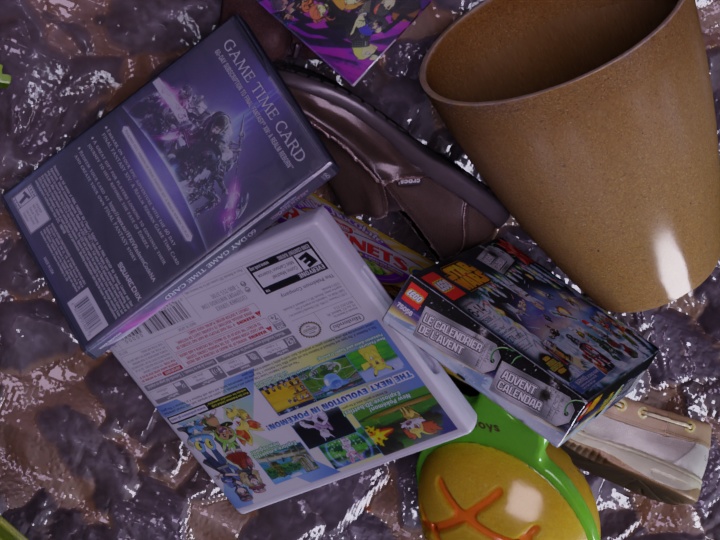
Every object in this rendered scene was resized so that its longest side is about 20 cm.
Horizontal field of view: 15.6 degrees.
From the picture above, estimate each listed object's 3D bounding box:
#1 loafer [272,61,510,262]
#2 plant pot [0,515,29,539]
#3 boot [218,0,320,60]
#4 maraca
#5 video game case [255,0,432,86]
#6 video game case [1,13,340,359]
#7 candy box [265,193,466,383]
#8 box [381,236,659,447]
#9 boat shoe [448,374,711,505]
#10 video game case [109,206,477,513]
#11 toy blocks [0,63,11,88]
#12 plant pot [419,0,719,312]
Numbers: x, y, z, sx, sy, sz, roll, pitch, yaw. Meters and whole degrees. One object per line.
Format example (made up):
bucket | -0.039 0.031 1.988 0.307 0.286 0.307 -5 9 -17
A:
loafer | 0.007 -0.067 1.749 0.200 0.073 0.071 34 93 -17
plant pot | -0.315 0.210 1.680 0.200 0.181 0.199 41 90 -14
boot | -0.004 -0.225 1.743 0.200 0.072 0.167 -5 111 -11
maraca | 0.094 0.149 1.767 0.107 0.137 0.200 -55 137 -39
video game case | -0.017 -0.248 1.675 0.200 0.036 0.181 41 99 -17
video game case | -0.125 -0.055 1.693 0.200 0.143 0.019 -37 147 7
candy box | 0.000 0.000 1.748 0.200 0.102 0.026 30 113 -14
box | 0.107 0.042 1.702 0.137 0.200 0.040 35 107 11
boat shoe | 0.150 0.095 1.811 0.200 0.074 0.066 26 74 -12
video game case | -0.052 0.063 1.718 0.200 0.022 0.182 -22 115 32
toy blocks | -0.313 -0.200 1.674 0.200 0.100 0.137 8 85 -12
plant pot | 0.163 -0.078 1.739 0.186 0.186 0.200 -29 115 -5
